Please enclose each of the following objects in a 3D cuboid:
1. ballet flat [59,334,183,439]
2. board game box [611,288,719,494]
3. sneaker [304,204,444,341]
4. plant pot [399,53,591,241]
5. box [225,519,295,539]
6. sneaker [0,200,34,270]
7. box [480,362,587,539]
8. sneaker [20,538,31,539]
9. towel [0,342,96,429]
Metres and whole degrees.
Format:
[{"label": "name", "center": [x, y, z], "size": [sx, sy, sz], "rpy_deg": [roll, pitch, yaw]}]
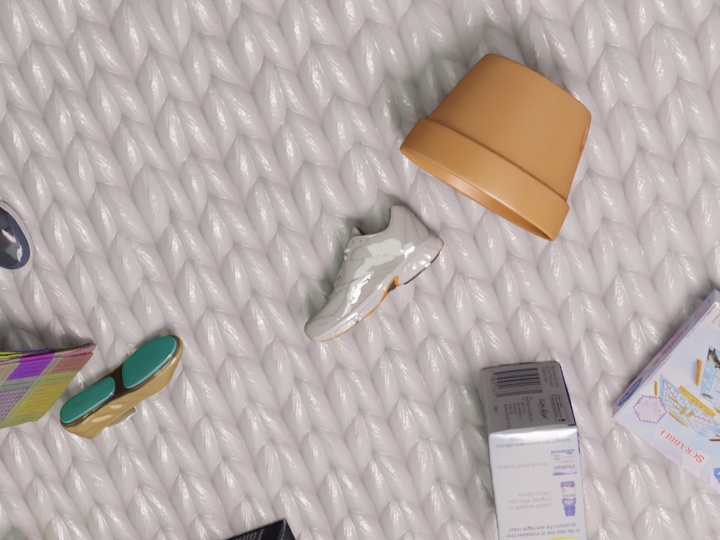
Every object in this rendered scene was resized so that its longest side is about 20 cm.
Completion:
[{"label": "ballet flat", "center": [-0.288, 0.148, 1.552], "size": [0.199, 0.069, 0.063], "rpy_deg": [-31, 131, 16]}, {"label": "board game box", "center": [0.438, 0.156, 1.470], "size": [0.199, 0.041, 0.200], "rpy_deg": [35, 117, -2]}, {"label": "sneaker", "center": [0.000, 0.000, 1.470], "size": [0.200, 0.076, 0.092], "rpy_deg": [-40, 94, 8]}, {"label": "plant pot", "center": [0.160, -0.142, 1.349], "size": [0.199, 0.200, 0.141], "rpy_deg": [30, 93, -5]}, {"label": "box", "center": [-0.160, 0.437, 1.605], "size": [0.198, 0.104, 0.149], "rpy_deg": [-20, 105, 11]}, {"label": "sneaker", "center": [-0.481, -0.060, 1.448], "size": [0.077, 0.146, 0.202], "rpy_deg": [-41, 102, 14]}, {"label": "box", "center": [0.206, 0.239, 1.466], "size": [0.104, 0.184, 0.202], "rpy_deg": [-6, 108, 5]}, {"label": "sneaker", "center": [-0.411, 0.438, 1.651], "size": [0.075, 0.076, 0.202], "rpy_deg": [-12, 117, 1]}, {"label": "towel", "center": [-0.416, 0.142, 1.490], "size": [0.144, 0.199, 0.023], "rpy_deg": [-47, 73, 20]}]
